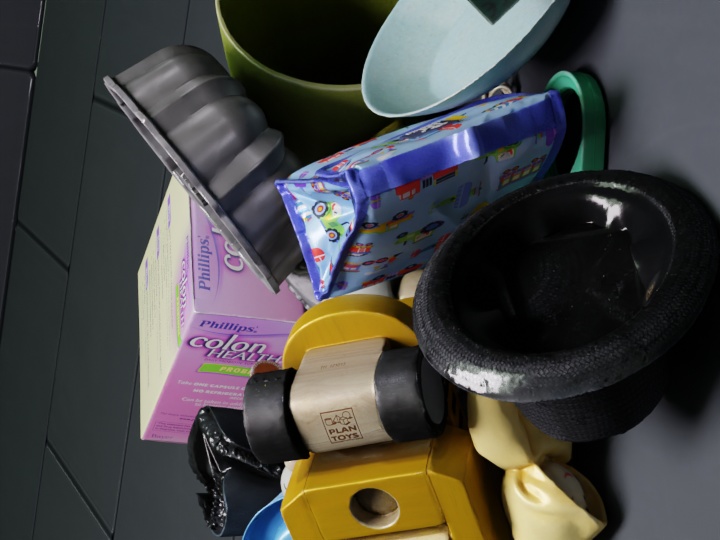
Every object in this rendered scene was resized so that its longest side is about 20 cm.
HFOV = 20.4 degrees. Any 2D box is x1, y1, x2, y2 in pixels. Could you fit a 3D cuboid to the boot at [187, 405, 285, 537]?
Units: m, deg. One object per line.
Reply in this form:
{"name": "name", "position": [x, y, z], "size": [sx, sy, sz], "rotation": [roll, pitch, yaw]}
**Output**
{"name": "boot", "position": [-0.048, 0.115, 1.548], "size": [0.077, 0.167, 0.202], "rotation": [125, 147, -53]}

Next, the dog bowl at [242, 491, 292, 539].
{"name": "dog bowl", "position": [-0.018, 0.243, 1.466], "size": [0.050, 0.110, 0.202], "rotation": [-67, -35, -68]}

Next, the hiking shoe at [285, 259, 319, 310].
{"name": "hiking shoe", "position": [0.000, 0.000, 1.542], "size": [0.101, 0.076, 0.201], "rotation": [-40, 61, 10]}

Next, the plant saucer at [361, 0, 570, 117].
{"name": "plant saucer", "position": [0.086, -0.172, 1.364], "size": [0.200, 0.039, 0.202], "rotation": [-36, 28, 23]}

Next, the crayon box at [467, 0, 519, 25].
{"name": "crayon box", "position": [0.094, -0.263, 1.358], "size": [0.127, 0.051, 0.200], "rotation": [-42, 33, 12]}

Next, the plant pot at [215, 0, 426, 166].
{"name": "plant pot", "position": [-0.020, -0.141, 1.576], "size": [0.201, 0.185, 0.188], "rotation": [93, 170, -51]}

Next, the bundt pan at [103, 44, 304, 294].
{"name": "bundt pan", "position": [-0.097, -0.083, 1.458], "size": [0.076, 0.202, 0.202], "rotation": [-40, 23, -4]}

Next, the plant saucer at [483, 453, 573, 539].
{"name": "plant saucer", "position": [0.086, 0.157, 1.355], "size": [0.200, 0.036, 0.203], "rotation": [-173, 90, -72]}

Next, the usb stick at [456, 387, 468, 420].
{"name": "usb stick", "position": [0.063, 0.076, 1.328], "size": [0.055, 0.033, 0.201], "rotation": [36, 97, 26]}

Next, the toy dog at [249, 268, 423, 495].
{"name": "toy dog", "position": [-0.011, 0.060, 1.404], "size": [0.131, 0.096, 0.201], "rotation": [-15, 50, 24]}

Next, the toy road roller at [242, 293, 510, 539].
{"name": "toy road roller", "position": [0.019, 0.105, 1.276], "size": [0.146, 0.122, 0.201], "rotation": [-69, -37, -57]}

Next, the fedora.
{"name": "fedora", "position": [0.125, 0.031, 1.156], "size": [0.201, 0.199, 0.092], "rotation": [-117, 6, -57]}

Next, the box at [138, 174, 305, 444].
{"name": "box", "position": [-0.121, 0.022, 1.689], "size": [0.201, 0.096, 0.177], "rotation": [116, 155, -50]}

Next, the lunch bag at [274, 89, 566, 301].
{"name": "lunch bag", "position": [0.045, -0.058, 1.300], "size": [0.200, 0.149, 0.095], "rotation": [148, 101, -74]}

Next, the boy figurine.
{"name": "boy figurine", "position": [0.100, 0.078, 1.237], "size": [0.064, 0.124, 0.202], "rotation": [-20, 70, 25]}

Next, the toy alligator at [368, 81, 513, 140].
{"name": "toy alligator", "position": [0.044, -0.087, 1.487], "size": [0.199, 0.054, 0.060], "rotation": [-33, 91, 28]}

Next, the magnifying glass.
{"name": "magnifying glass", "position": [0.140, -0.040, 1.283], "size": [0.080, 0.022, 0.202], "rotation": [122, 147, -52]}
